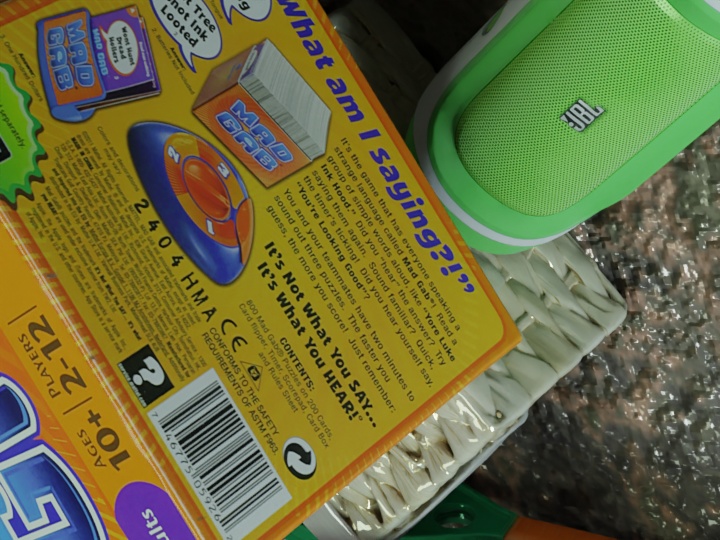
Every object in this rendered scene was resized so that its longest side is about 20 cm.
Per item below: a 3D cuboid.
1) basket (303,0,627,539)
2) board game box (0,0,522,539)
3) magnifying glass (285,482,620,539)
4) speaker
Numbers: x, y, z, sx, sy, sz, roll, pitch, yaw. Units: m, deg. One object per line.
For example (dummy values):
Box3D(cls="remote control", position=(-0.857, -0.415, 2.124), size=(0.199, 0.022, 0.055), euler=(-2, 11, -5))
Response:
Box3D(cls="basket", position=(0.000, 0.000, 1.005), size=(0.200, 0.135, 0.123), euler=(51, 134, 2))
Box3D(cls="board game box", position=(-0.105, 0.015, 0.866), size=(0.200, 0.200, 0.201), euler=(-30, 93, 40))
Box3D(cls="magnifying glass", position=(0.051, 0.121, 1.092), size=(0.199, 0.080, 0.023), euler=(9, 121, 25))
Box3D(cls="speaker", position=(0.097, -0.084, 0.897), size=(0.089, 0.088, 0.200), euler=(50, 138, 3))
